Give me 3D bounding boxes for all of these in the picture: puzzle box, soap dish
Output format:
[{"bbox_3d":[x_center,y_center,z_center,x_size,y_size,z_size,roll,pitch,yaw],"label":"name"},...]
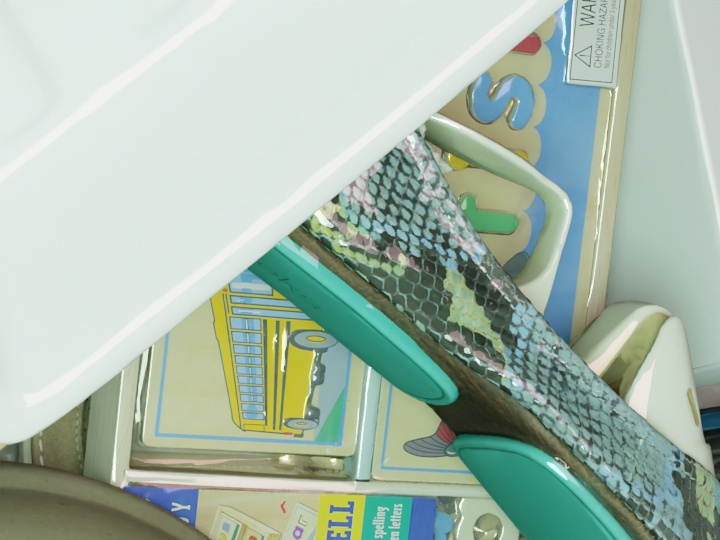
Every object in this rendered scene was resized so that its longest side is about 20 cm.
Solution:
[{"bbox_3d":[0.000,0.000,0.683,0.133,0.025,0.201,4,95,-22],"label":"puzzle box"},{"bbox_3d":[-0.054,-0.077,0.558,0.200,0.081,0.158,-40,125,-15],"label":"soap dish"}]

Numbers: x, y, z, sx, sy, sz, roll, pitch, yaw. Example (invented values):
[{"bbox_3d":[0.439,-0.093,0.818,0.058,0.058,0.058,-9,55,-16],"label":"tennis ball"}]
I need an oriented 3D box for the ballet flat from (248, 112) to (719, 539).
[{"bbox_3d":[0.042,0.018,0.652,0.200,0.074,0.074,45,63,-22],"label":"ballet flat"}]

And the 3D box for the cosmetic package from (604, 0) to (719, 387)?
[{"bbox_3d":[0.082,-0.067,0.761,0.085,0.107,0.201,-8,85,-37],"label":"cosmetic package"}]

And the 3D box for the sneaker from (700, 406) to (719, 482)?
[{"bbox_3d":[0.138,0.075,0.778,0.199,0.073,0.082,-14,102,-33],"label":"sneaker"}]

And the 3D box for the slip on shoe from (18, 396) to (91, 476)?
[{"bbox_3d":[-0.029,-0.005,0.715,0.076,0.061,0.200,33,66,-10],"label":"slip on shoe"}]

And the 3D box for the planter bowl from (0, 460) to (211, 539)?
[{"bbox_3d":[-0.081,0.152,0.586,0.199,0.135,0.201,-2,97,-15],"label":"planter bowl"}]
